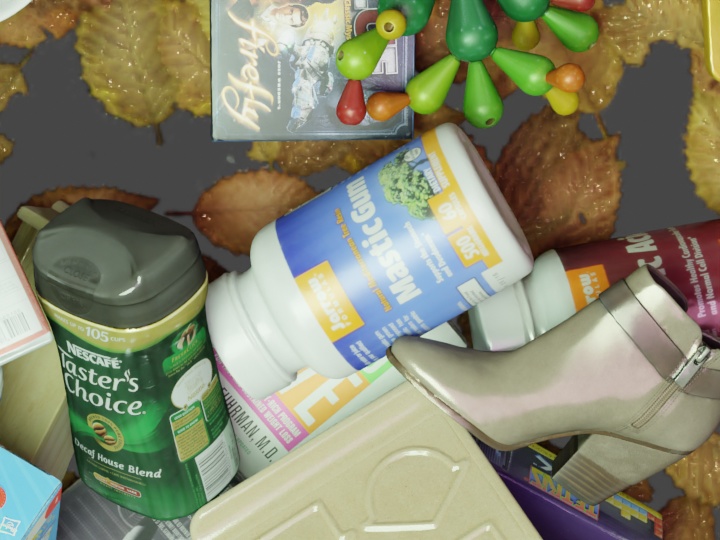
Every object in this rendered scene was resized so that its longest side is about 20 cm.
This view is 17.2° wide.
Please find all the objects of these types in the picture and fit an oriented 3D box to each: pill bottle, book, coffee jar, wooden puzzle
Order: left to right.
[{"bbox_3d":[-0.139,0.054,1.479,0.085,0.104,0.200,-41,138,-37],"label":"coffee jar"},{"bbox_3d":[-0.047,0.061,1.606,0.200,0.048,0.134,-40,96,4],"label":"book"},{"bbox_3d":[0.000,0.000,1.519,0.200,0.112,0.112,-30,103,8],"label":"pill bottle"},{"bbox_3d":[0.018,0.193,1.486,0.185,0.046,0.200,-32,68,-6],"label":"wooden puzzle"},{"bbox_3d":[0.176,0.034,1.581,0.200,0.114,0.114,-11,103,-3],"label":"pill bottle"}]

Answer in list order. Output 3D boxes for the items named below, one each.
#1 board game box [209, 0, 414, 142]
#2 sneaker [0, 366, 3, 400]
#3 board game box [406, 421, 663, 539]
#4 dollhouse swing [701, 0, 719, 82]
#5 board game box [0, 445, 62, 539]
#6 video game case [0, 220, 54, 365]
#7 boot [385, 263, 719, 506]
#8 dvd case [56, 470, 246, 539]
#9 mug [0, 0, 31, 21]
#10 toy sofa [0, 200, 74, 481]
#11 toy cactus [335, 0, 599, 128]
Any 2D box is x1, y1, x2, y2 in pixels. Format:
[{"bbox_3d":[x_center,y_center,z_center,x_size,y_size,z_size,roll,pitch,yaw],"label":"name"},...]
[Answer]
[{"bbox_3d":[-0.032,-0.186,1.557,0.135,0.035,0.200,-1,102,-5],"label":"board game box"},{"bbox_3d":[-0.296,0.040,1.520,0.072,0.200,0.073,-3,113,-50],"label":"sneaker"},{"bbox_3d":[0.077,0.188,1.606,0.200,0.057,0.165,29,122,-10],"label":"board game box"},{"bbox_3d":[0.216,-0.161,1.499,0.175,0.200,0.182,-5,102,-5],"label":"dollhouse swing"},{"bbox_3d":[-0.289,0.144,1.501,0.196,0.200,0.056,30,61,7],"label":"board game box"},{"bbox_3d":[-0.287,-0.019,1.410,0.143,0.017,0.200,-25,92,-10],"label":"video game case"},{"bbox_3d":[0.136,0.055,1.490,0.200,0.070,0.146,33,110,-19],"label":"boot"},{"bbox_3d":[-0.149,0.203,1.609,0.200,0.016,0.149,-40,93,15],"label":"dvd case"},{"bbox_3d":[-0.259,-0.232,1.460,0.200,0.175,0.148,4,104,-39],"label":"mug"},{"bbox_3d":[-0.216,0.059,1.578,0.083,0.098,0.200,30,99,15],"label":"toy sofa"},{"bbox_3d":[0.068,-0.172,1.524,0.200,0.102,0.165,-10,95,-19],"label":"toy cactus"}]
